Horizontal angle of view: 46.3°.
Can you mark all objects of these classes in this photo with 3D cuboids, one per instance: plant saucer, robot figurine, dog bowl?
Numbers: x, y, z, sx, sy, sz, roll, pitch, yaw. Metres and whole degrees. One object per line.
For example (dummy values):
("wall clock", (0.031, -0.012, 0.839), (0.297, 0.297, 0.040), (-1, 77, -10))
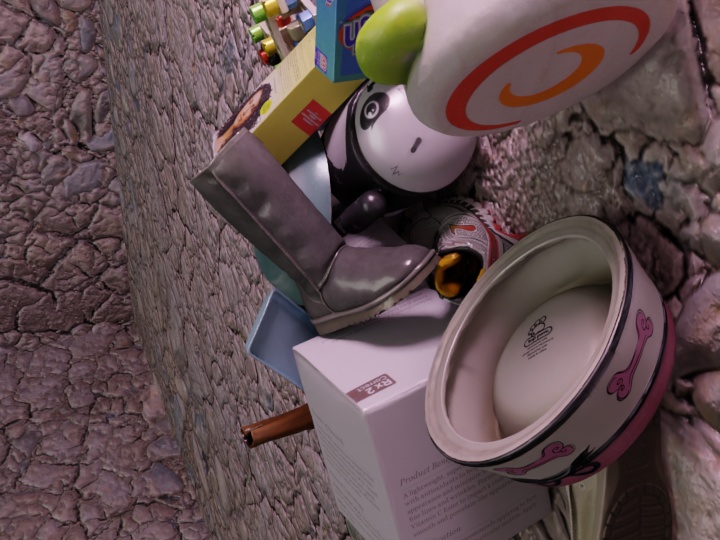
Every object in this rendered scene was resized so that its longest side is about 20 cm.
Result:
("plant saucer", (-0.041, 0.096, 0.857), (0.019, 0.200, 0.071), (0, 60, 43))
("robot figurine", (0.030, -0.123, 0.816), (0.200, 0.123, 0.152), (157, 99, -68))
("dog bowl", (0.137, 0.064, 0.609), (0.200, 0.073, 0.201), (-47, 21, 25))
("plant saucer", (-0.081, -0.064, 0.892), (0.200, 0.035, 0.203), (178, 90, -68))

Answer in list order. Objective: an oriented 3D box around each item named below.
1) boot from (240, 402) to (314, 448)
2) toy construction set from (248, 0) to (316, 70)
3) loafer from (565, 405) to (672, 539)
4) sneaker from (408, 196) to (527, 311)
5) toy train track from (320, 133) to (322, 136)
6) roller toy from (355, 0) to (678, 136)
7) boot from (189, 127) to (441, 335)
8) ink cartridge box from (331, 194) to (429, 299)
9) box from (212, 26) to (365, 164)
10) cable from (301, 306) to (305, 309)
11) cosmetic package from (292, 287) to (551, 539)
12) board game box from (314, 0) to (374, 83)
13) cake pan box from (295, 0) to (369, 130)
("boot", (-0.047, 0.169, 1.059), (0.188, 0.198, 0.069), (159, 98, -67))
("toy construction set", (-0.080, -0.271, 0.889), (0.201, 0.091, 0.132), (-106, -4, -47))
("loafer", (0.193, 0.160, 0.655), (0.068, 0.075, 0.203), (-164, 72, -66))
("sneaker", (0.093, -0.016, 0.777), (0.200, 0.081, 0.079), (-147, 48, -61))
("toy train track", (-0.064, -0.104, 1.141), (0.032, 0.115, 0.201), (21, 148, 15))
("roller toy", (0.099, -0.188, 0.546), (0.181, 0.199, 0.141), (-28, 74, 31))
("boot", (-0.045, -0.046, 0.758), (0.181, 0.073, 0.201), (-26, 101, 40))
("ink cartridge box", (0.000, 0.000, 0.948), (0.200, 0.083, 0.146), (48, 168, 50))
("box", (-0.063, -0.164, 0.810), (0.200, 0.050, 0.076), (-42, 35, 21))
("cable", (-0.050, 0.030, 1.127), (0.164, 0.050, 0.200), (61, -170, -4))
("cosmetic package", (0.058, 0.153, 0.805), (0.165, 0.163, 0.202), (27, 135, 60))
("board game box", (0.040, -0.263, 0.682), (0.045, 0.150, 0.202), (50, 146, 46))
("cake pan box", (-0.021, -0.272, 0.931), (0.200, 0.052, 0.187), (149, 115, -66))
